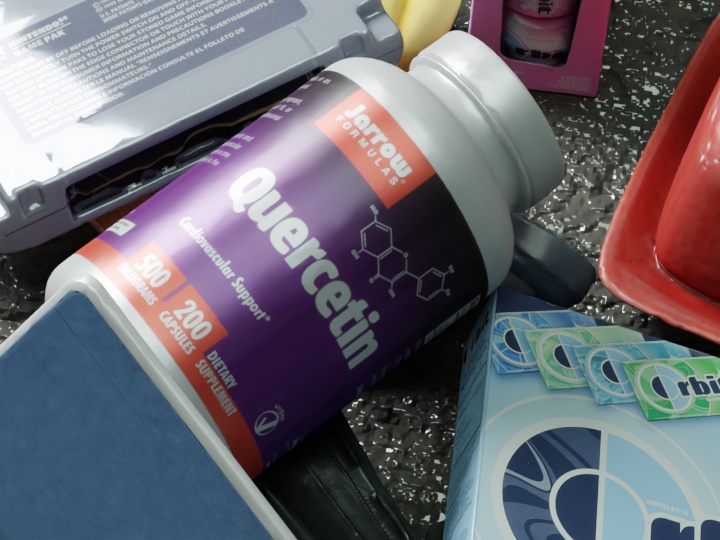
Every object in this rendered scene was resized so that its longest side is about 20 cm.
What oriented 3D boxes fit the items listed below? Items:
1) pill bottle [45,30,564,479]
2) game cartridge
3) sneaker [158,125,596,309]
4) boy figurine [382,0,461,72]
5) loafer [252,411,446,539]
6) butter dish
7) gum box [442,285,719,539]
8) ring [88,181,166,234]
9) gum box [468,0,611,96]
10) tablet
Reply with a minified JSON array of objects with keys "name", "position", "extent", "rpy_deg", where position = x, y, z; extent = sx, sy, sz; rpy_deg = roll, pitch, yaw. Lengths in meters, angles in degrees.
[{"name":"pill bottle","position":[-0.019,-0.007,0.999],"extent":[0.200,0.113,0.112],"rpy_deg":[-38,64,-13]},{"name":"game cartridge","position":[-0.097,-0.097,1.102],"extent":[0.199,0.041,0.133],"rpy_deg":[-26,55,-12]},{"name":"sneaker","position":[0.000,0.000,1.097],"extent":[0.199,0.070,0.083],"rpy_deg":[15,73,15]},{"name":"boy figurine","position":[-0.013,-0.129,1.176],"extent":[0.123,0.065,0.201],"rpy_deg":[5,53,0]},{"name":"loafer","position":[0.025,0.128,1.002],"extent":[0.070,0.068,0.201],"rpy_deg":[-38,61,-13]},{"name":"butter dish","position":[0.225,-0.060,1.083],"extent":[0.198,0.148,0.201],"rpy_deg":[22,59,14]},{"name":"gum box","position":[0.116,0.116,0.982],"extent":[0.169,0.045,0.201],"rpy_deg":[17,48,-10]},{"name":"ring","position":[-0.160,0.026,1.076],"extent":[0.199,0.019,0.202],"rpy_deg":[-4,63,9]},{"name":"gum box","position":[0.093,-0.189,1.186],"extent":[0.066,0.114,0.201],"rpy_deg":[7,57,4]},{"name":"tablet","position":[-0.077,0.110,0.947],"extent":[0.200,0.130,0.014],"rpy_deg":[52,37,2]}]
